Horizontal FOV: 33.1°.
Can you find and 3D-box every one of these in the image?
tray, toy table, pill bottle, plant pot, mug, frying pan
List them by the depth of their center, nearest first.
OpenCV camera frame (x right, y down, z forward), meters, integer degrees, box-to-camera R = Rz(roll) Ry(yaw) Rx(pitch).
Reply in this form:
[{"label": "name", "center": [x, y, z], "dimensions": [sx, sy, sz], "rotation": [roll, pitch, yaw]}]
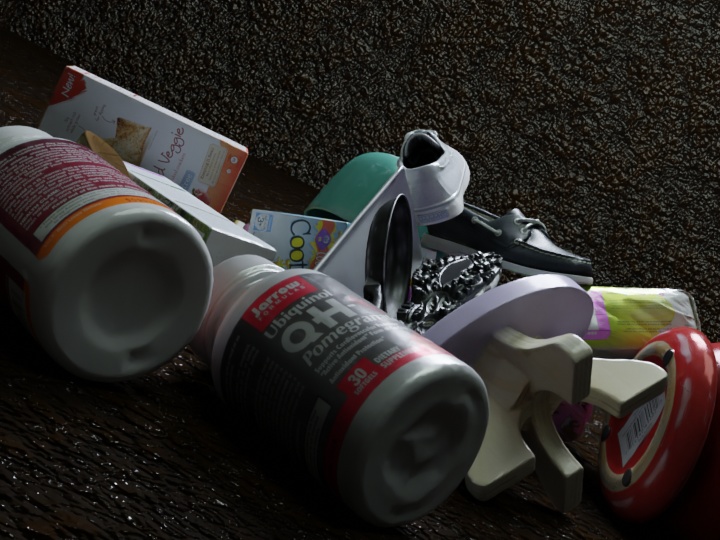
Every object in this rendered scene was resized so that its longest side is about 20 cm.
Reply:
[{"label": "pill bottle", "center": [-0.024, 0.065, 0.766], "dimensions": [0.200, 0.111, 0.111], "rotation": [31, 8, 41]}, {"label": "pill bottle", "center": [-0.189, -0.019, 0.779], "dimensions": [0.114, 0.114, 0.200], "rotation": [21, 9, -42]}, {"label": "toy table", "center": [0.129, 0.096, 0.943], "dimensions": [0.117, 0.200, 0.184], "rotation": [45, -17, 40]}, {"label": "frying pan", "center": [0.019, 0.019, 1.011], "dimensions": [0.031, 0.190, 0.115], "rotation": [4, -41, 14]}, {"label": "tray", "center": [0.000, 0.000, 1.062], "dimensions": [0.022, 0.107, 0.200], "rotation": [4, 35, 28]}, {"label": "plant pot", "center": [0.321, 0.153, 1.064], "dimensions": [0.182, 0.201, 0.200], "rotation": [21, 7, -7]}, {"label": "mug", "center": [0.042, -0.048, 1.355], "dimensions": [0.185, 0.114, 0.152], "rotation": [39, -19, 1]}]

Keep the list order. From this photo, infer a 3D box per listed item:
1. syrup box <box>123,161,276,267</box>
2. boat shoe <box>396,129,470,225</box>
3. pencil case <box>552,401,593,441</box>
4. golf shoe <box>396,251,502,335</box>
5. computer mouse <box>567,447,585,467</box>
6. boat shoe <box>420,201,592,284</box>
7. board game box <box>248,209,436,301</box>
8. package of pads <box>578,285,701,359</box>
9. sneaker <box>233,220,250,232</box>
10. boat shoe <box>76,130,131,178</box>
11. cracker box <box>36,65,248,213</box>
[{"label": "syrup box", "center": [-0.174, -0.030, 1.090], "dimensions": [0.081, 0.079, 0.200], "rotation": [19, 9, -45]}, {"label": "boat shoe", "center": [0.065, -0.106, 1.211], "dimensions": [0.072, 0.069, 0.200], "rotation": [-11, 20, 14]}, {"label": "pencil case", "center": [0.150, 0.108, 1.278], "dimensions": [0.200, 0.087, 0.083], "rotation": [25, 37, -7]}, {"label": "golf shoe", "center": [0.080, 0.051, 1.067], "dimensions": [0.078, 0.095, 0.200], "rotation": [-1, 25, 24]}, {"label": "computer mouse", "center": [0.116, 0.128, 1.116], "dimensions": [0.200, 0.046, 0.140], "rotation": [20, 9, -43]}, {"label": "boat shoe", "center": [0.141, -0.031, 1.175], "dimensions": [0.200, 0.060, 0.076], "rotation": [17, 3, 38]}, {"label": "board game box", "center": [-0.020, 0.011, 1.168], "dimensions": [0.103, 0.105, 0.200], "rotation": [10, -2, 27]}, {"label": "package of pads", "center": [0.209, 0.069, 1.175], "dimensions": [0.200, 0.068, 0.155], "rotation": [2, -23, -19]}, {"label": "sneaker", "center": [-0.095, -0.006, 1.238], "dimensions": [0.090, 0.075, 0.200], "rotation": [21, 7, -3]}, {"label": "boat shoe", "center": [-0.226, -0.038, 1.022], "dimensions": [0.072, 0.072, 0.200], "rotation": [44, 13, -46]}, {"label": "cracker box", "center": [-0.231, -0.105, 1.228], "dimensions": [0.200, 0.134, 0.058], "rotation": [25, 7, -9]}]
